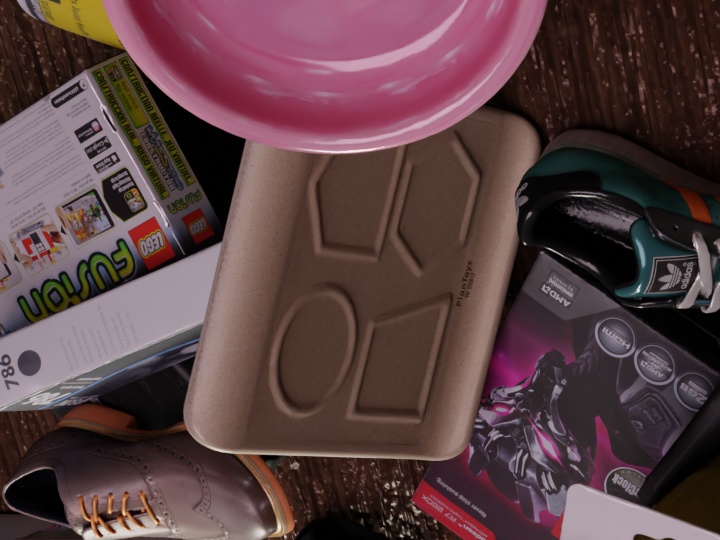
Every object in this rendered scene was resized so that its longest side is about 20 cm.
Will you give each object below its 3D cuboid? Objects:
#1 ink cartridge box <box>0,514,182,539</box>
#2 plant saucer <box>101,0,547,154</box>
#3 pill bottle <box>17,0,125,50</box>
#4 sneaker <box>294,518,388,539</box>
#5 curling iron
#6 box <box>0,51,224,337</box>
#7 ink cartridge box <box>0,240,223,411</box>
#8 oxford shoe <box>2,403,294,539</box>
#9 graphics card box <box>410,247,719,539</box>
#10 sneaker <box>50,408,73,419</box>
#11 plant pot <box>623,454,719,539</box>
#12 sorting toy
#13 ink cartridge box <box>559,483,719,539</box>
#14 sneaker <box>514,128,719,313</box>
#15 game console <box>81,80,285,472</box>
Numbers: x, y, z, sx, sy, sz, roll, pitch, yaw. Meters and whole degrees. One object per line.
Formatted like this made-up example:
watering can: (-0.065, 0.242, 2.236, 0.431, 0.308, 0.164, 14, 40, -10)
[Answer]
ink cartridge box: (-0.175, 0.231, 1.692, 0.200, 0.085, 0.145, -2, 118, 30)
plant saucer: (-0.016, -0.145, 1.207, 0.200, 0.051, 0.201, 2, 126, 3)
pill bottle: (-0.067, -0.151, 1.379, 0.200, 0.112, 0.112, 20, 126, 17)
sneaker: (0.008, 0.224, 1.548, 0.200, 0.073, 0.112, 52, 141, 35)
curling iron: (0.189, 0.044, 1.343, 0.049, 0.026, 0.200, 11, 130, -27)
box: (-0.167, -0.024, 1.439, 0.200, 0.035, 0.110, -26, 93, 42)
ink cartridge box: (-0.121, 0.034, 1.398, 0.200, 0.099, 0.039, -21, 82, 17)
oxford shoe: (-0.113, 0.123, 1.459, 0.200, 0.073, 0.071, 3, 122, 49)
graphics card box: (0.118, 0.083, 1.461, 0.125, 0.051, 0.200, 36, 128, 12)
sneaker: (-0.084, 0.062, 1.555, 0.104, 0.060, 0.200, 49, 131, -10)
plant pot: (0.207, 0.204, 1.411, 0.200, 0.176, 0.200, 33, 130, 6)
sorting toy: (0.000, 0.000, 1.354, 0.036, 0.200, 0.186, 17, 96, 40)
ink cartridge box: (0.124, 0.211, 1.303, 0.116, 0.068, 0.200, 19, 126, 17)
sneaker: (0.170, -0.005, 1.361, 0.199, 0.080, 0.072, 18, 126, 14)
game console: (-0.086, 0.017, 1.504, 0.200, 0.116, 0.176, 47, 147, 11)
